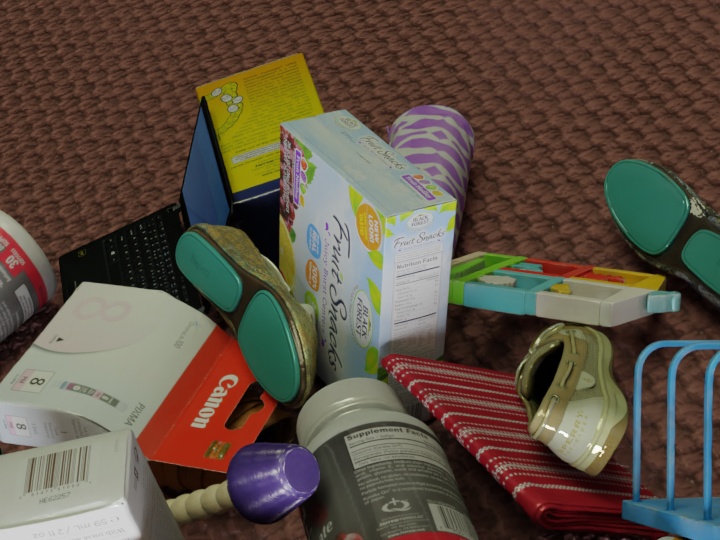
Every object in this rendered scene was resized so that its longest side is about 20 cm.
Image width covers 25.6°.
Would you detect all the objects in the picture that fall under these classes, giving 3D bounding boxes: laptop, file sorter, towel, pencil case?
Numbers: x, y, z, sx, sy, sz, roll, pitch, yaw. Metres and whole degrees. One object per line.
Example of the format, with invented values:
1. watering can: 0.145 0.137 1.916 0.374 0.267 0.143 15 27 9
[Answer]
1. laptop: -0.194 -0.031 1.410 0.200 0.103 0.177 -25 39 4
2. file sorter: 0.270 0.106 0.984 0.139 0.123 0.200 0 -1 -18
3. towel: 0.117 0.124 1.133 0.145 0.022 0.200 13 20 -40
4. pencil case: 0.049 -0.061 1.393 0.085 0.084 0.200 -11 37 24

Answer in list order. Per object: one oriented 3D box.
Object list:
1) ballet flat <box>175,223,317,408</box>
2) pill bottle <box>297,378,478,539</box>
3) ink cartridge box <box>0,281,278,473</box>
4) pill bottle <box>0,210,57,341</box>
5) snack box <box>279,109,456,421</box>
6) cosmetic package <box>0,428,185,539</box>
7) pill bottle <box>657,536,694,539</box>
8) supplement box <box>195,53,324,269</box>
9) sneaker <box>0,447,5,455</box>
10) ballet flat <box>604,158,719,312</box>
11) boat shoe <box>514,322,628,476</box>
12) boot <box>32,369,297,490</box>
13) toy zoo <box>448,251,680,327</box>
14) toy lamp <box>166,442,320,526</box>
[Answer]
1. ballet flat: -0.074 0.030 1.256 0.071 0.071 0.200 -30 52 -15
2. pill bottle: 0.016 0.169 1.104 0.111 0.111 0.200 -19 39 -2
3. ink cartridge box: -0.163 0.079 1.237 0.200 0.057 0.163 2 34 22
4. pill bottle: -0.376 0.041 1.406 0.111 0.111 0.200 21 53 37
5. snack box: 0.000 0.000 1.242 0.068 0.200 0.169 -16 37 -25
6. cosmetic package: -0.172 0.204 1.074 0.102 0.200 0.074 -13 40 7
7. pill bottle: 0.239 0.221 0.976 0.200 0.109 0.109 1 43 20
8. supplement box: -0.073 -0.091 1.449 0.109 0.109 0.200 -18 39 -1
9. sneaker: -0.318 0.223 1.217 0.115 0.076 0.200 -22 29 2
10. ballet flat: 0.270 -0.020 1.278 0.072 0.072 0.200 -28 43 -12
11. boat shoe: 0.140 0.080 1.139 0.063 0.073 0.201 25 19 -9
12. boot: -0.158 0.153 1.240 0.155 0.077 0.200 21 46 32
13. toy zoo: 0.157 0.015 1.260 0.200 0.020 0.131 8 13 27
14. toy lamp: -0.104 0.160 1.111 0.200 0.058 0.058 -23 29 43
